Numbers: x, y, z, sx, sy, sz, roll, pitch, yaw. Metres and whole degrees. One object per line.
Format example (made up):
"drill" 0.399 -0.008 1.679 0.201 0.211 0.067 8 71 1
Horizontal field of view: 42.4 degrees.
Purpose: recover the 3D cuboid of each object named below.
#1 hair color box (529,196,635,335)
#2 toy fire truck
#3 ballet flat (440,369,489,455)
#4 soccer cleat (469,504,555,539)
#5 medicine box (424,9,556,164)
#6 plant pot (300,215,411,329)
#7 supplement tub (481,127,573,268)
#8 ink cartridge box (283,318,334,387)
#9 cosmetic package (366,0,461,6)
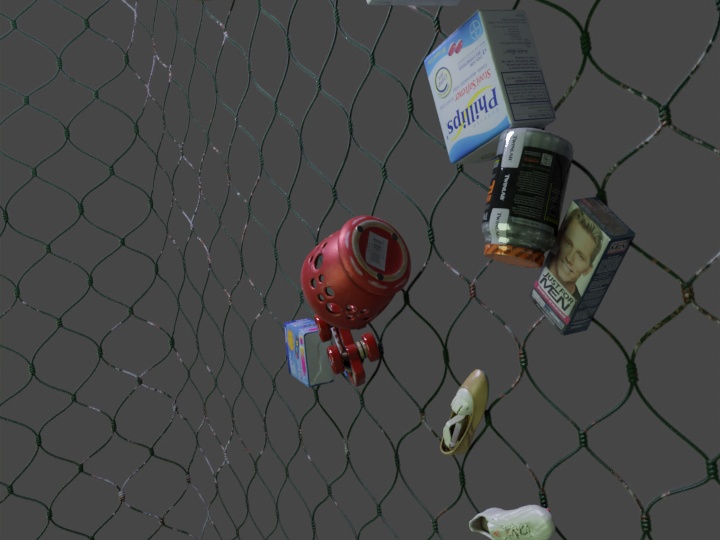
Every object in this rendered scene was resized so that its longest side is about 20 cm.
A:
"hair color box" 0.347 -0.005 1.473 0.100 0.060 0.202 53 140 39
"toy fire truck" -0.030 0.175 2.152 0.168 0.110 0.202 89 160 -66
"ballet flat" 0.200 0.284 1.805 0.069 0.062 0.203 45 134 45
"soccer cleat" 0.279 0.470 1.704 0.199 0.077 0.071 -23 78 59
"medicine box" 0.216 -0.308 1.576 0.182 0.102 0.203 -30 71 58
"plant pot" 0.000 0.000 1.951 0.182 0.198 0.203 -38 66 47
"supplement tub" 0.261 -0.113 1.468 0.122 0.121 0.204 2 78 59
"ink cartridge box" -0.135 0.202 2.333 0.200 0.075 0.139 -163 67 -69
"cosmetic package" 0.122 -0.555 1.573 0.200 0.197 0.125 -39 65 57
